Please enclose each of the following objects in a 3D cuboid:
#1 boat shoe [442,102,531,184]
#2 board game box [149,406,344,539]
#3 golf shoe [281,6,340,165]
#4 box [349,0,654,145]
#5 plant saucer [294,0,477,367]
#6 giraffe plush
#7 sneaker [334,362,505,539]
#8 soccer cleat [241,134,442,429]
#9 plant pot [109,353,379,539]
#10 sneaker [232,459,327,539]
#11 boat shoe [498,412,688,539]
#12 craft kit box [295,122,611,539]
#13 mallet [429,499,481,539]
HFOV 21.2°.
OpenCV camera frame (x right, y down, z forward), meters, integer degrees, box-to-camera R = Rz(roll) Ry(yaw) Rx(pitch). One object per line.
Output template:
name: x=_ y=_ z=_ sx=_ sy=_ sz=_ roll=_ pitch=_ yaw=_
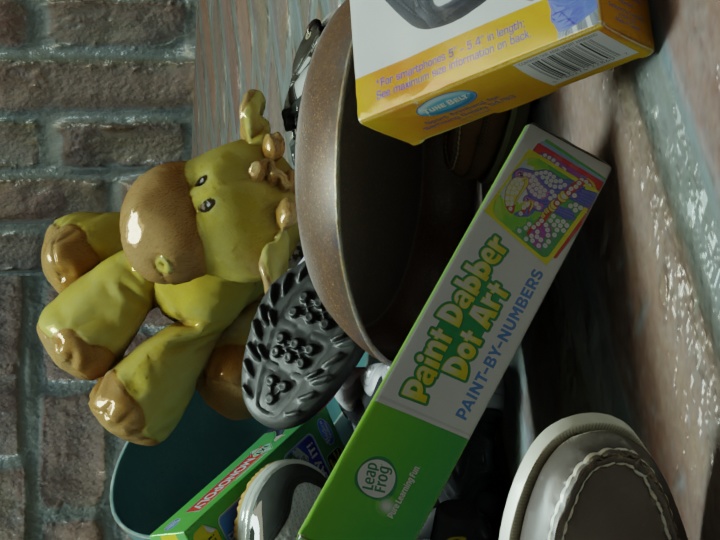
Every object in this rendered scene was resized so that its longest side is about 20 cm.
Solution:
boat shoe: x=0.047 y=-0.125 z=0.891 sx=0.072 sy=0.068 sz=0.200 roll=-101 pitch=13 yaw=-48
board game box: x=-0.025 y=0.193 z=1.050 sx=0.135 sy=0.029 sz=0.200 roll=-41 pitch=-68 yaw=-48
golf shoe: x=-0.013 y=-0.120 z=1.153 sx=0.200 sy=0.078 sz=0.095 roll=138 pitch=131 yaw=-77
box: x=0.047 y=-0.163 z=0.766 sx=0.119 sy=0.041 sz=0.200 roll=-19 pitch=68 yaw=37
plant saucer: x=0.012 y=-0.053 z=0.942 sx=0.200 sy=0.034 sz=0.200 roll=3 pitch=-90 yaw=-69
giraffe plush: x=-0.088 y=-0.011 z=1.131 sx=0.173 sy=0.200 sz=0.162 roll=54 pitch=157 yaw=11
sneaker: x=0.027 y=0.108 z=1.037 sx=0.200 sy=0.075 sz=0.114 roll=154 pitch=117 yaw=-78
soccer cleat: x=0.000 y=0.000 z=1.056 sx=0.200 sy=0.068 sz=0.073 roll=-66 pitch=-26 yaw=-10
plant pot: x=-0.040 y=0.136 z=1.227 sx=0.135 sy=0.200 sz=0.200 roll=52 pitch=-170 yaw=-27
sneaker: x=-0.007 y=0.191 z=0.969 sx=0.088 sy=0.076 sz=0.200 roll=-18 pitch=82 yaw=59
boat shoe: x=0.089 y=0.149 z=0.657 sx=0.060 sy=0.072 sz=0.200 roll=-136 pitch=41 yaw=-70
craft kit box: x=0.027 y=0.063 z=0.824 sx=0.200 sy=0.048 sz=0.198 roll=-60 pitch=-7 yaw=-22
mallet: x=0.028 y=0.176 z=0.855 sx=0.041 sy=0.066 sz=0.200 roll=-105 pitch=31 yaw=-48
